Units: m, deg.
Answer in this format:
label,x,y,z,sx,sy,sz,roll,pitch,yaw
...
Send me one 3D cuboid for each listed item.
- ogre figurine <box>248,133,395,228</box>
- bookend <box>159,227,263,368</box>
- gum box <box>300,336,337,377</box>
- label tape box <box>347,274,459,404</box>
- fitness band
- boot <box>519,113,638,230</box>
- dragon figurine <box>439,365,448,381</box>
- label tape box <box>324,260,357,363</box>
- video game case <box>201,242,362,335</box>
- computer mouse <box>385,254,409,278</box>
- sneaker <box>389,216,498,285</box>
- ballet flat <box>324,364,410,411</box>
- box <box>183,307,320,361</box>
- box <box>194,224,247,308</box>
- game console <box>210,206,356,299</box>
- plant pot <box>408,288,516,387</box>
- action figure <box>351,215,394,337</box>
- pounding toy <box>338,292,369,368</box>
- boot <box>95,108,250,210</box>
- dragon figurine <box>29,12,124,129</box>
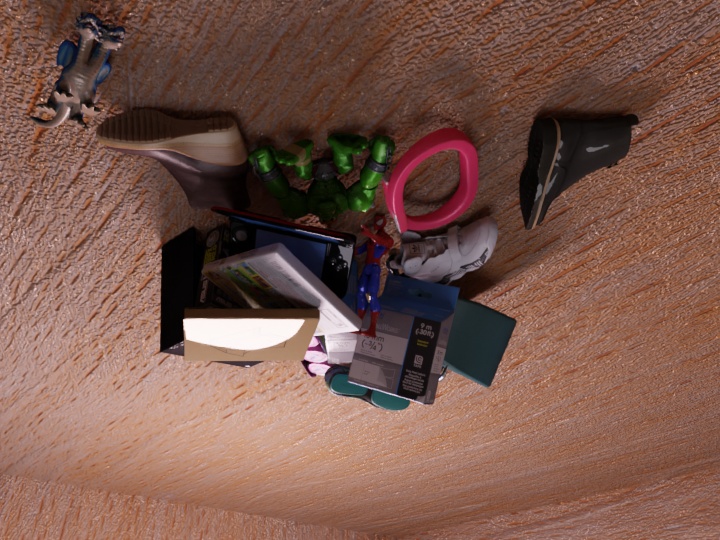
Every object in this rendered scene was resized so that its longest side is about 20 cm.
label,x,y,z,sx,sy,sz,roll,pitch,yaw
ogre figurine,-0.049,-0.133,0.852,0.198,0.098,0.121,-19,132,-13
bookend,-0.252,0.057,1.062,0.092,0.200,0.199,-24,150,31
gum box,-0.095,0.131,1.213,0.066,0.114,0.201,-6,146,9
label tape box,0.072,0.108,0.991,0.143,0.202,0.063,11,173,27
fitness band,0.106,-0.126,0.866,0.143,0.038,0.200,-27,150,-4
boot,0.315,-0.139,0.864,0.137,0.078,0.201,-6,147,0
dragon figurine,0.097,0.178,1.088,0.099,0.059,0.200,31,172,-2
label tape box,-0.034,0.061,1.070,0.063,0.145,0.201,-1,146,1
video game case,-0.122,0.040,0.917,0.181,0.023,0.200,-12,135,40
computer mouse,0.086,0.033,1.151,0.058,0.034,0.201,-23,136,0
sneaker,0.138,-0.036,1.004,0.114,0.076,0.200,15,146,-26
ballet flat,0.013,0.238,1.216,0.199,0.075,0.074,24,139,-24
box,-0.175,0.104,0.922,0.198,0.021,0.164,1,149,-16
box,-0.192,0.037,1.034,0.044,0.161,0.200,-24,140,29
game console,-0.114,-0.020,0.870,0.198,0.119,0.174,13,121,2
plant pot,0.163,0.110,1.106,0.199,0.142,0.141,27,175,-38
action figure,0.000,0.000,0.958,0.099,0.202,0.065,20,168,-42
pounding toy,0.046,0.157,1.261,0.199,0.143,0.184,21,155,-24
boot,-0.259,-0.145,0.843,0.198,0.073,0.167,-1,144,-6
dragon figurine,-0.342,-0.234,0.711,0.059,0.100,0.199,22,160,-34
